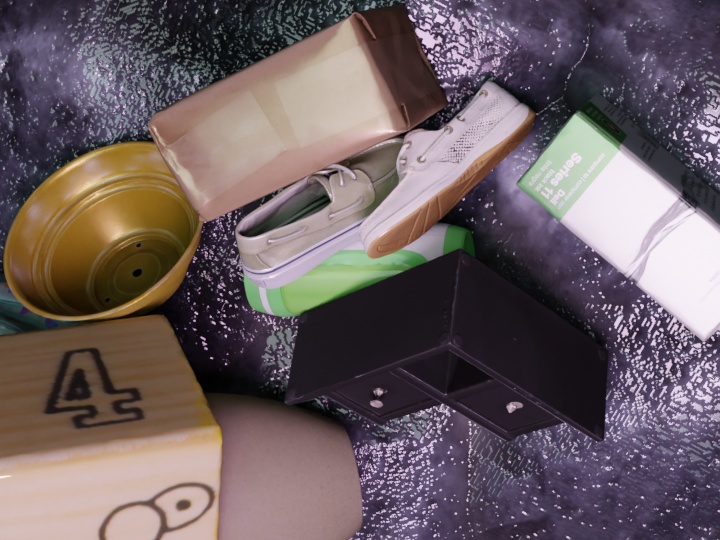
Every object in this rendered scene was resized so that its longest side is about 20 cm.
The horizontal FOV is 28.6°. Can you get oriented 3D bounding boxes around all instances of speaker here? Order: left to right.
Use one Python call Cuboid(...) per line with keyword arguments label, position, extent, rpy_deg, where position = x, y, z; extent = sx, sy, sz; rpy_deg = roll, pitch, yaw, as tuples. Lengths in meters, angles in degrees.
Cuboid(label="speaker", position=(0.000, 0.000, 1.275), extent=(0.200, 0.088, 0.089), rpy_deg=(0, 101, 14))

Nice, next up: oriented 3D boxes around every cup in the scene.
Cuboid(label="cup", position=(-0.078, 0.201, 1.295), extent=(0.143, 0.200, 0.201), rpy_deg=(-9, 100, -11))

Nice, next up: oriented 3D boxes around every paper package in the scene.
Cuboid(label="paper package", position=(-0.047, -0.138, 1.203), extent=(0.200, 0.191, 0.104), rpy_deg=(-24, 97, 18))

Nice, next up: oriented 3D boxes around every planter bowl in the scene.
Cuboid(label="planter bowl", position=(-0.221, -0.017, 1.308), extent=(0.200, 0.201, 0.084), rpy_deg=(-10, 143, 13))

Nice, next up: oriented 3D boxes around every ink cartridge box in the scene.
Cuboid(label="ink cartridge box", position=(0.240, -0.048, 1.170), extent=(0.200, 0.147, 0.083), rpy_deg=(40, 109, 5))

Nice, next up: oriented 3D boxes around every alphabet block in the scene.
Cuboid(label="alphabet block", position=(-0.239, 0.172, 1.188), extent=(0.200, 0.196, 0.196), rpy_deg=(-6, 123, -22))

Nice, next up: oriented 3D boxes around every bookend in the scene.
Cuboid(label="bookend", position=(0.076, 0.091, 1.234), extent=(0.200, 0.092, 0.199), rpy_deg=(-22, 137, 41))

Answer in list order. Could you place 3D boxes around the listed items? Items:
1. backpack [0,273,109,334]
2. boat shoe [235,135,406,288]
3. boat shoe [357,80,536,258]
Cuboid(label="backpack", position=(-0.313, 0.102, 1.344), extent=(0.200, 0.153, 0.176), rpy_deg=(11, 101, 3))
Cuboid(label="boat shoe", position=(-0.022, -0.060, 1.231), extent=(0.200, 0.062, 0.072), rpy_deg=(-39, 52, -17))
Cuboid(label="boat shoe", position=(0.062, -0.090, 1.217), extent=(0.200, 0.071, 0.069), rpy_deg=(-41, 78, -21))
